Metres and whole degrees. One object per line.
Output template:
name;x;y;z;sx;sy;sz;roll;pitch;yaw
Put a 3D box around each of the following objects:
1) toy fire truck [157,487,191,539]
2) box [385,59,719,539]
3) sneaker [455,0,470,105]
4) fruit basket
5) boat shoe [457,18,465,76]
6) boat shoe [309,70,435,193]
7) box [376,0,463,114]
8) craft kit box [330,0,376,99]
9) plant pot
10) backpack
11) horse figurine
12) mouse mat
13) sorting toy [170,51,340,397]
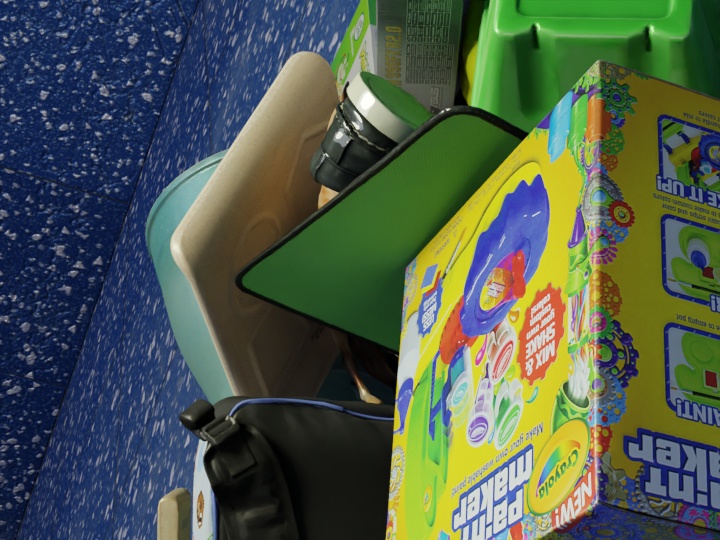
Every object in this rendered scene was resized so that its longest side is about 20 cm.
toy fire truck;-0.134;0.218;0.765;0.200;0.129;0.176;-43;15;3
box;0.106;0.054;0.610;0.200;0.121;0.195;131;149;-55
sneaker;0.105;-0.165;0.909;0.141;0.077;0.202;-98;19;-51
fruit basket;0.122;-0.137;0.732;0.215;0.153;0.219;3;-90;-77
boat shoe;0.112;-0.199;0.832;0.070;0.063;0.201;35;102;26
boat shoe;0.048;-0.037;0.749;0.066;0.199;0.075;-48;51;16
box;0.037;-0.175;0.816;0.200;0.048;0.160;87;-173;-67
craft kit box;-0.009;-0.128;1.291;0.201;0.048;0.198;-94;28;-48
plant pot;-0.056;0.035;1.063;0.201;0.198;0.190;-57;38;45
backpack;-0.022;0.177;0.825;0.154;0.197;0.193;141;135;-74
horse figurine;0.000;0.000;0.854;0.201;0.049;0.133;96;150;-54
mouse mat;0.048;-0.008;0.717;0.199;0.160;0.008;-34;43;43
sorting toy;-0.051;-0.011;0.901;0.186;0.036;0.201;-61;-32;-33
